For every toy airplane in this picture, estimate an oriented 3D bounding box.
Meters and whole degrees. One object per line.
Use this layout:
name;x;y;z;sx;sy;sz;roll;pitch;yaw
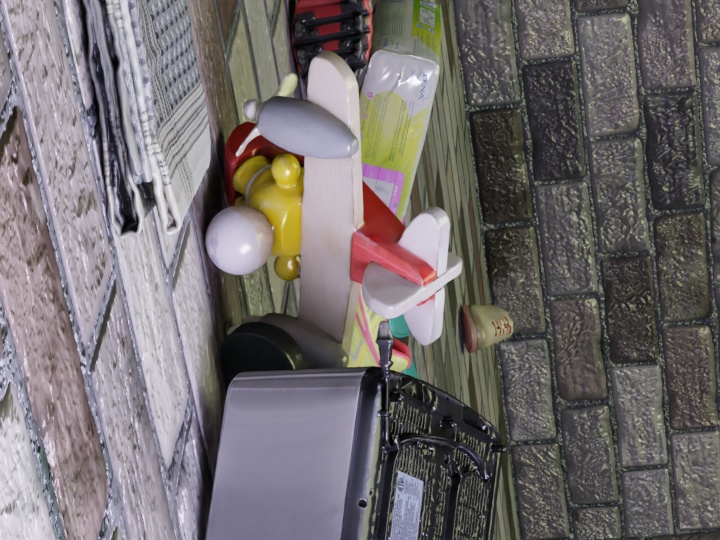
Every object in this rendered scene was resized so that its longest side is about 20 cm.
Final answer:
toy airplane;-0.030;-0.022;1.455;0.199;0.140;0.201;-29;-103;63

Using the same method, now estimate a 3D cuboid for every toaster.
toaster;0.001;0.151;1.385;0.181;0.118;0.201;29;64;-56

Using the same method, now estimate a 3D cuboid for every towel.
towel;-0.116;-0.128;1.251;0.200;0.034;0.194;-67;152;-73

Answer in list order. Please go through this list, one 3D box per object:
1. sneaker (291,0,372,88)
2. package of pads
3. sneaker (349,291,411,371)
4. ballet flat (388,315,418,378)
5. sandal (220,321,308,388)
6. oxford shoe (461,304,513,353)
sneaker;-0.023;-0.240;1.916;0.098;0.070;0.202;6;77;-80
package of pads;0.020;-0.127;1.992;0.155;0.068;0.201;-86;-172;-64
sneaker;0.000;0.000;1.867;0.078;0.090;0.201;-67;150;-71
ballet flat;0.018;0.069;2.066;0.071;0.070;0.201;19;62;-82
sandal;-0.057;0.130;1.479;0.048;0.075;0.201;-46;128;-47
oxford shoe;0.194;0.081;3.404;0.200;0.073;0.071;-56;141;-79
